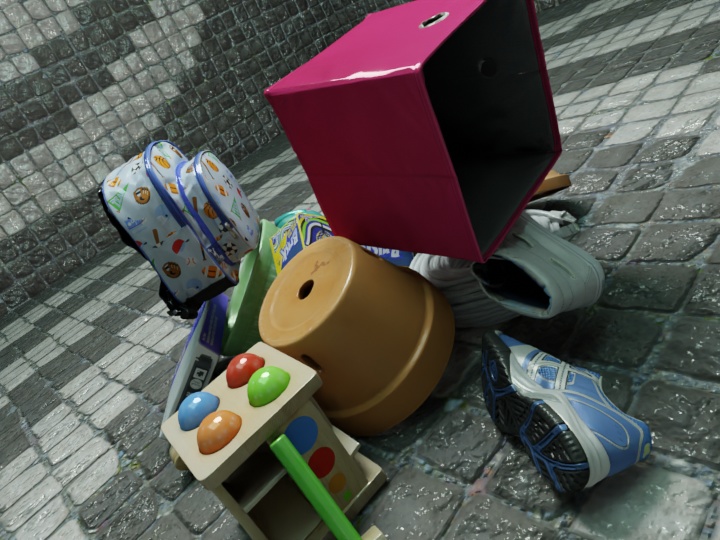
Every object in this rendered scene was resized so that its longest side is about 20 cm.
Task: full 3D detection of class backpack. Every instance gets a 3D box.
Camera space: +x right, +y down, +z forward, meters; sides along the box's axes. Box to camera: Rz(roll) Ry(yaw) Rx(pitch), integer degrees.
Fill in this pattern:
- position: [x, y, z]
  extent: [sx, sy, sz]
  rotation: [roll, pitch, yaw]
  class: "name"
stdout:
- position: [-0.224, -0.068, 0.680]
  extent: [0.154, 0.191, 0.200]
  rotation: [-39, 23, 4]
  class: "backpack"

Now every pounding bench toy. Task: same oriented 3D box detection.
- position: [-0.064, 0.167, 0.466]
  extent: [0.124, 0.157, 0.199]
  rotation: [-40, 26, -24]
  class: "pounding bench toy"

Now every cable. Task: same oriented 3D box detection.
- position: [0.162, -0.008, 0.689]
  extent: [0.199, 0.070, 0.200]
  rotation: [-33, 23, -8]
  class: "cable"

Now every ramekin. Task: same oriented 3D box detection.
- position: [-0.127, 0.036, 0.774]
  extent: [0.200, 0.097, 0.202]
  rotation: [-161, 90, -74]
  class: "ramekin"

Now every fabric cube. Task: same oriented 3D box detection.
- position: [0.063, -0.153, 0.554]
  extent: [0.198, 0.201, 0.196]
  rotation: [11, 49, 43]
  class: "fabric cube"

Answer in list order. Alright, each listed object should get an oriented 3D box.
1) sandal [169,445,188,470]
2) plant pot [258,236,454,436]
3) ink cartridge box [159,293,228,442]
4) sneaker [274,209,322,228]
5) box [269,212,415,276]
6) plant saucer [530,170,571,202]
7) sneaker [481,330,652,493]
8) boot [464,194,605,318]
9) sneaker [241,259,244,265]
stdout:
- position: [-0.131, 0.182, 0.657]
  extent: [0.211, 0.078, 0.070]
  rotation: [-41, 57, -11]
  class: "sandal"
- position: [-0.017, 0.058, 0.589]
  extent: [0.199, 0.140, 0.201]
  rotation: [-31, 37, 26]
  class: "plant pot"
- position: [-0.231, 0.109, 0.780]
  extent: [0.198, 0.043, 0.202]
  rotation: [-118, 50, -67]
  class: "ink cartridge box"
- position: [-0.121, -0.029, 0.920]
  extent: [0.200, 0.083, 0.121]
  rotation: [-48, 46, 24]
  class: "sneaker"
- position: [-0.016, -0.022, 0.717]
  extent: [0.199, 0.065, 0.070]
  rotation: [4, -27, -42]
  class: "box"
- position: [0.202, -0.104, 0.779]
  extent: [0.198, 0.033, 0.200]
  rotation: [-18, -1, 0]
  class: "plant saucer"
- position: [0.161, 0.111, 0.463]
  extent: [0.076, 0.077, 0.200]
  rotation: [-8, 22, -9]
  class: "sneaker"
- position: [0.141, -0.021, 0.548]
  extent: [0.095, 0.074, 0.200]
  rotation: [-12, 34, -37]
  class: "boot"
- position: [-0.165, -0.007, 1.017]
  extent: [0.199, 0.076, 0.081]
  rotation: [-38, 30, 17]
  class: "sneaker"
